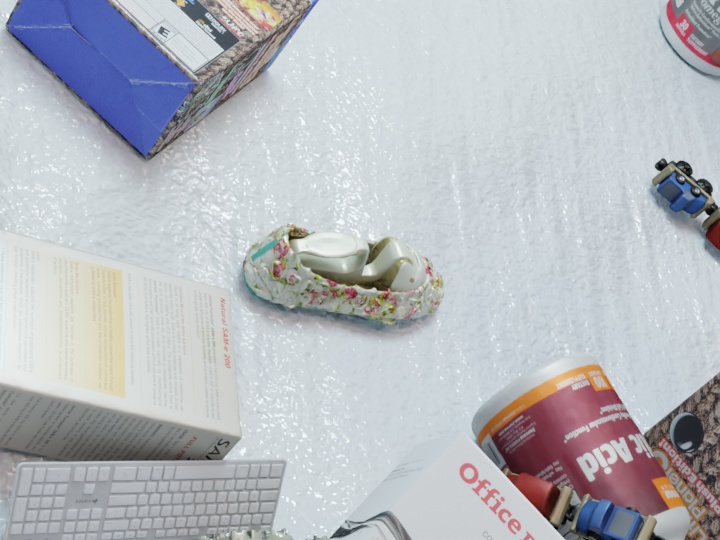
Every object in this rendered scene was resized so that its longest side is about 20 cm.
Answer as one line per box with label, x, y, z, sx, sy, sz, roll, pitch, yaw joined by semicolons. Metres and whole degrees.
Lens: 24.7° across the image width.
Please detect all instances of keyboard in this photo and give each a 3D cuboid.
keyboard;-0.136;0.150;1.073;0.199;0.057;0.011;4;20;-37

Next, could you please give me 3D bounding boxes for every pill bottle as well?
pill bottle;0.432;-0.318;1.819;0.110;0.200;0.111;20;45;-22
pill bottle;0.178;0.174;1.253;0.114;0.114;0.201;-9;61;-43

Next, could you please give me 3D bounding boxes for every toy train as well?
toy train;0.368;-0.038;1.645;0.200;0.034;0.046;41;51;-4
toy train;0.127;0.164;1.189;0.034;0.199;0.046;-60;143;-20

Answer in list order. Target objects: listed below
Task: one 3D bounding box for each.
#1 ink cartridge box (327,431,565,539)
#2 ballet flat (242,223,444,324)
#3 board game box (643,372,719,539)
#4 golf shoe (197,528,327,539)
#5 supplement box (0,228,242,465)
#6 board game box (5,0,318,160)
ink cartridge box;0.036;0.221;1.026;0.145;0.084;0.200;47;68;-5
ballet flat;0.000;0.000;1.302;0.199;0.064;0.076;2;53;-38
board game box;0.323;0.160;1.303;0.097;0.200;0.160;-13;63;-44
golf shoe;-0.024;0.222;1.100;0.199;0.078;0.098;4;73;-33
supplement box;-0.184;0.058;1.096;0.199;0.074;0.127;16;46;-27
board game box;-0.156;-0.211;1.335;0.159;0.097;0.200;43;40;1
